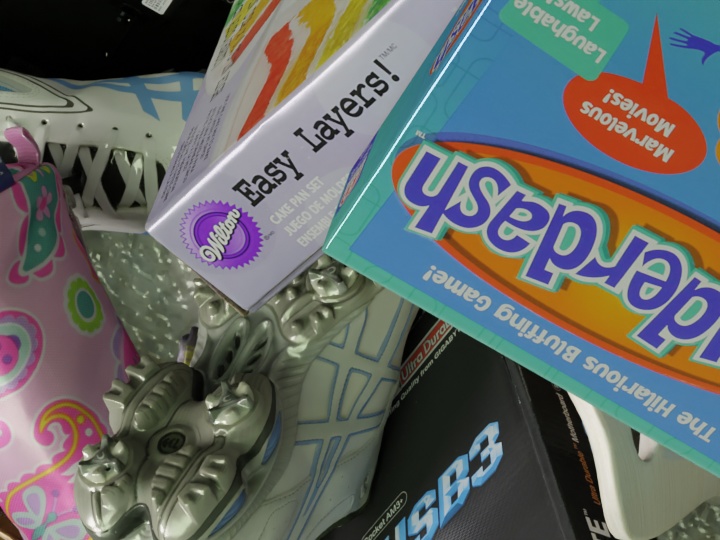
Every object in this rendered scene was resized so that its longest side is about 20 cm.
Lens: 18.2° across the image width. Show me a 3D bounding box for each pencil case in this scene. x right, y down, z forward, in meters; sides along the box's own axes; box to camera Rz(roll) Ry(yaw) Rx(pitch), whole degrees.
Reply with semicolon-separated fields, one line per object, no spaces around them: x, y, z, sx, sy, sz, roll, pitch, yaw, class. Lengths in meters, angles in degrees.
-0.102;0.054;0.796;0.087;0.087;0.201;-20;104;34;pencil case

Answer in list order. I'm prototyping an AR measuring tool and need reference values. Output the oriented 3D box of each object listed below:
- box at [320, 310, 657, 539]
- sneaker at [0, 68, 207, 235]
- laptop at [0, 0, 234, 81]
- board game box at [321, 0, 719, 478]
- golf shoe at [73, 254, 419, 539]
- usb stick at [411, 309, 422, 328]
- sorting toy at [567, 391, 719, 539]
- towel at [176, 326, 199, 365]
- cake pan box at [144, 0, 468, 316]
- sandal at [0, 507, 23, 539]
0.022;0.129;0.772;0.049;0.199;0.200;21;123;-29;box
-0.115;-0.040;0.844;0.198;0.073;0.072;7;123;11;sneaker
-0.120;-0.164;0.870;0.199;0.104;0.177;27;128;-16;laptop
0.101;-0.045;0.577;0.151;0.045;0.201;28;128;-7;board game box
-0.020;0.038;0.782;0.078;0.200;0.098;14;144;37;golf shoe
0.000;0.000;0.867;0.055;0.033;0.202;18;120;19;usb stick
0.083;-0.003;0.728;0.107;0.180;0.201;-32;96;36;sorting toy
0.007;0.105;0.888;0.198;0.023;0.145;17;118;3;towel
0.024;-0.106;0.707;0.052;0.201;0.184;39;128;-19;cake pan box
-0.144;0.112;0.856;0.198;0.055;0.082;2;118;-14;sandal
